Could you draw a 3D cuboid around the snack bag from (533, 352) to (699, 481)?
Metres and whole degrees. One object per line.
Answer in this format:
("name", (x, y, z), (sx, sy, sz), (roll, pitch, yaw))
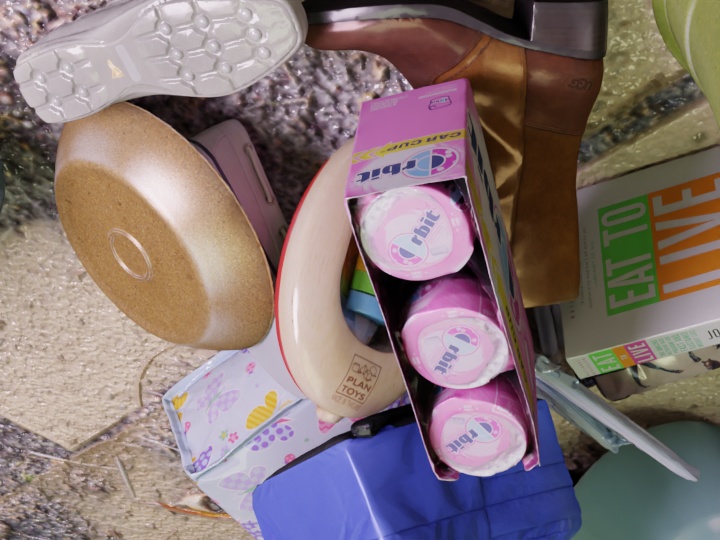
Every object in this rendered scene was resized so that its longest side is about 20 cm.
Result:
("snack bag", (0.136, 0.085, 0.881), (0.188, 0.022, 0.200), (36, 176, -29))

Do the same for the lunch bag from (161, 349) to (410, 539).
("lunch bag", (-0.025, 0.115, 0.954), (0.199, 0.127, 0.170), (-35, 129, 6))

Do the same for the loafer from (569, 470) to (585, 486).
("loafer", (0.198, 0.199, 1.075), (0.198, 0.072, 0.064), (-1, 121, -1))

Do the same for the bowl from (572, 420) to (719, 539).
("bowl", (0.270, 0.238, 1.003), (0.199, 0.105, 0.203), (-7, 117, -15))

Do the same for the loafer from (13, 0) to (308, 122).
("loafer", (-0.116, -0.137, 0.711), (0.198, 0.070, 0.070), (-5, 125, 27))

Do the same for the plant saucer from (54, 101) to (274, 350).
("plant saucer", (-0.143, -0.019, 0.808), (0.199, 0.035, 0.201), (29, 141, 26))

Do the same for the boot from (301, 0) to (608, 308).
("boot", (0.050, -0.072, 0.733), (0.186, 0.069, 0.202), (-1, 117, -9))

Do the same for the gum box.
("gum box", (0.052, 0.011, 0.681), (0.065, 0.114, 0.201), (-11, 121, 12))

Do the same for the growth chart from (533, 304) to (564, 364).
("growth chart", (0.224, 0.032, 0.907), (0.198, 0.018, 0.145), (1, 138, 7))

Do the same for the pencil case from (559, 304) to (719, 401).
("pencil case", (0.241, 0.026, 0.829), (0.199, 0.078, 0.089), (-22, 141, 27))

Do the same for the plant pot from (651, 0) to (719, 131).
("plant pot", (0.256, -0.099, 0.622), (0.198, 0.191, 0.201), (5, 140, 4))

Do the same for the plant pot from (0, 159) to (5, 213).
("plant pot", (-0.351, -0.042, 0.781), (0.195, 0.201, 0.200), (-26, 130, 23))

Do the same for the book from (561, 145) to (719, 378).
("book", (0.225, -0.014, 0.766), (0.199, 0.135, 0.048), (-19, 135, 26))

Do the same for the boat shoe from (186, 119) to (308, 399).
("boat shoe", (-0.065, -0.007, 0.828), (0.072, 0.066, 0.201), (-2, 120, 56))

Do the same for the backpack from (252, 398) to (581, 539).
("backpack", (0.051, 0.178, 0.842), (0.199, 0.169, 0.162), (-12, 170, -38))

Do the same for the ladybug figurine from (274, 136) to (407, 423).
("ladybug figurine", (0.000, 0.000, 0.786), (0.135, 0.202, 0.072), (29, 163, -37))
